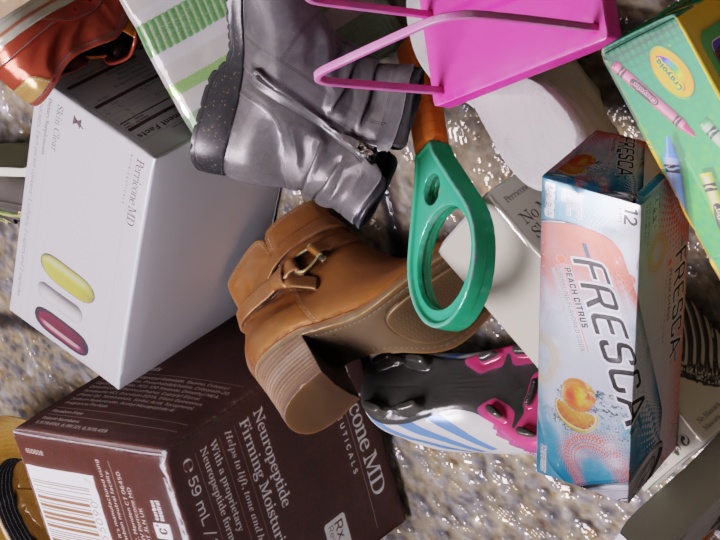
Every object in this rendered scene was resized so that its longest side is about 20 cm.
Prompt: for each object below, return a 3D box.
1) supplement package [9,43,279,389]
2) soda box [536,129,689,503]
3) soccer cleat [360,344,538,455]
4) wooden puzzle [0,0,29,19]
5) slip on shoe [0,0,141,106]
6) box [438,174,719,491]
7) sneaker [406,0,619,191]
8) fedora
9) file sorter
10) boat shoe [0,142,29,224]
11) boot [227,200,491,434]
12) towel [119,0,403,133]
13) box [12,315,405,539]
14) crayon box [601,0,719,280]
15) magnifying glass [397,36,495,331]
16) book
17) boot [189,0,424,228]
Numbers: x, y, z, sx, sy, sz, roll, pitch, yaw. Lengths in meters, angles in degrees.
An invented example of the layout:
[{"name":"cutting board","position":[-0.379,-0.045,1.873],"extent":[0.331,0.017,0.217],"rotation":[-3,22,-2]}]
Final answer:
[{"name":"supplement package","position":[-0.142,-0.051,1.494],"extent":[0.111,0.155,0.201],"rotation":[32,131,23]},{"name":"soda box","position":[0.142,0.027,1.225],"extent":[0.063,0.068,0.201],"rotation":[17,126,29]},{"name":"soccer cleat","position":[0.095,0.088,1.430],"extent":[0.199,0.086,0.070],"rotation":[5,72,36]},{"name":"wooden puzzle","position":[-0.222,-0.263,1.455],"extent":[0.200,0.046,0.187],"rotation":[156,108,-72]},{"name":"slip on shoe","position":[-0.163,-0.166,1.414],"extent":[0.061,0.200,0.074],"rotation":[55,140,-3]},{"name":"box","position":[0.147,0.029,1.334],"extent":[0.200,0.082,0.068],"rotation":[49,137,7]},{"name":"sneaker","position":[0.099,-0.119,1.302],"extent":[0.075,0.088,0.201],"rotation":[-48,54,30]},{"name":"fedora","position":[-0.227,0.191,1.760],"extent":[0.200,0.082,0.202],"rotation":[27,130,37]},{"name":"file sorter","position":[0.040,-0.209,1.207],"extent":[0.139,0.125,0.202],"rotation":[-18,76,46]},{"name":"boat shoe","position":[-0.256,-0.062,1.651],"extent":[0.200,0.072,0.061],"rotation":[3,112,38]},{"name":"boot","position":[0.000,0.000,1.448],"extent":[0.074,0.199,0.155],"rotation":[51,-173,-41]},{"name":"towel","position":[-0.081,-0.196,1.382],"extent":[0.201,0.152,0.023],"rotation":[61,177,-4]},{"name":"box","position":[-0.105,0.147,1.540],"extent":[0.163,0.200,0.167],"rotation":[3,117,43]},{"name":"crayon box","position":[0.225,-0.061,1.181],"extent":[0.058,0.119,0.201],"rotation":[-25,95,44]},{"name":"magnifying glass","position":[0.046,-0.056,1.336],"extent":[0.080,0.022,0.201],"rotation":[-46,43,48]},{"name":"book","position":[0.166,0.199,1.376],"extent":[0.048,0.133,0.200],"rotation":[43,135,14]},{"name":"boot","position":[-0.018,-0.137,1.332],"extent":[0.131,0.070,0.201],"rotation":[16,103,12]}]
